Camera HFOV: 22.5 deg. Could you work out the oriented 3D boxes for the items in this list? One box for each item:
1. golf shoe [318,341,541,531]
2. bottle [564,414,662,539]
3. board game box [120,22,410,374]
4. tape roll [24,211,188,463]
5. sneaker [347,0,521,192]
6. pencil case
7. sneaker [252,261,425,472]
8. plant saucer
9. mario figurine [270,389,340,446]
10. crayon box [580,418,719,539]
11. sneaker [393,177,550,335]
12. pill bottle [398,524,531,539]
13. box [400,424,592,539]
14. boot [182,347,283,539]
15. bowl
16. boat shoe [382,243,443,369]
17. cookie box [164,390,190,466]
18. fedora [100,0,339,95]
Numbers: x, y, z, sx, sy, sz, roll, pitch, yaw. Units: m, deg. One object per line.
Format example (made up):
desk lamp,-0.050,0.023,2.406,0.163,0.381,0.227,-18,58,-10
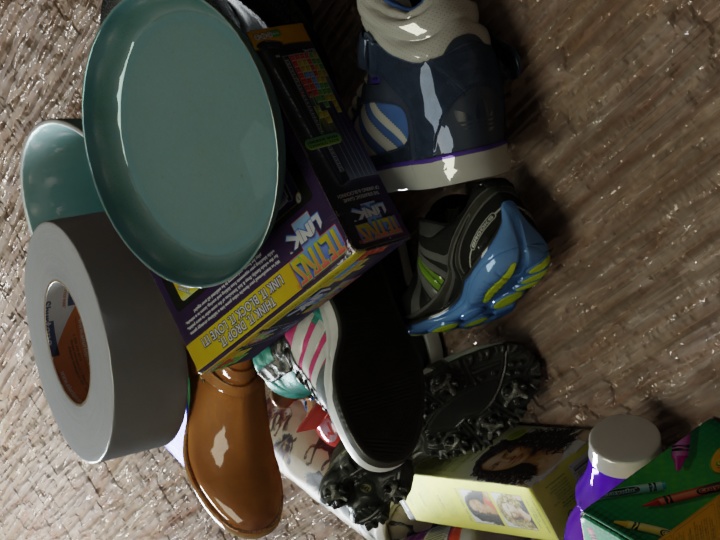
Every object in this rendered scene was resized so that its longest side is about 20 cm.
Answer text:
golf shoe,0.047,0.101,1.333,0.200,0.095,0.078,-37,112,23
bottle,0.180,0.186,1.225,0.065,0.083,0.200,-120,19,-50
board game box,-0.075,-0.045,1.235,0.200,0.057,0.166,-37,77,45
tape roll,-0.210,0.053,1.480,0.200,0.066,0.201,34,129,55
sneaker,0.029,-0.129,1.191,0.200,0.080,0.147,4,108,66
pencil case,-0.005,0.164,1.519,0.200,0.089,0.078,30,122,42
sneaker,-0.022,0.072,1.296,0.121,0.083,0.200,123,140,-49
plant saucer,-0.114,-0.089,1.203,0.200,0.027,0.201,16,114,42
mario figurine,-0.065,0.059,1.481,0.200,0.106,0.123,58,-172,20
crayon box,0.213,0.211,1.157,0.058,0.119,0.200,26,138,47
sneaker,0.072,-0.008,1.250,0.200,0.071,0.083,132,125,-64
pill bottle,0.039,0.268,1.419,0.200,0.111,0.112,-25,96,29
box,0.102,0.152,1.335,0.200,0.075,0.050,-7,115,60
boot,-0.092,0.095,1.414,0.155,0.076,0.201,117,148,-60
bowl,-0.201,-0.052,1.590,0.201,0.105,0.201,31,133,39
boat shoe,0.000,0.000,1.368,0.076,0.060,0.200,-6,111,61
cookie box,-0.186,0.067,1.732,0.171,0.075,0.200,40,147,33
fedora,-0.087,-0.161,1.297,0.200,0.092,0.201,15,135,16
